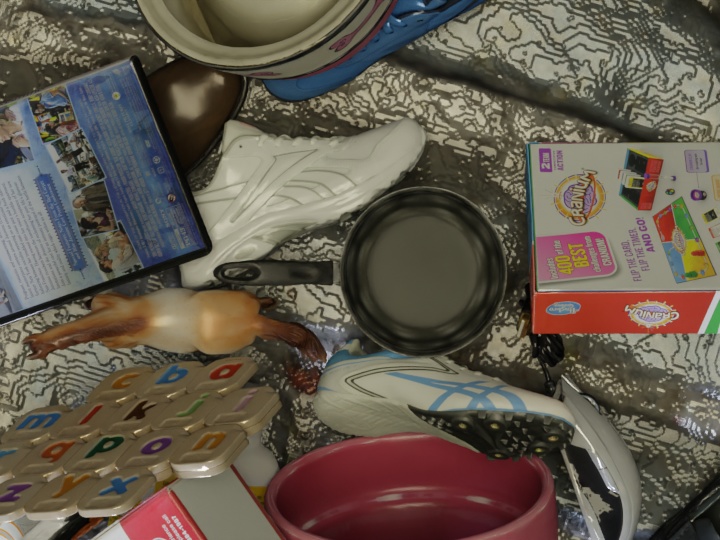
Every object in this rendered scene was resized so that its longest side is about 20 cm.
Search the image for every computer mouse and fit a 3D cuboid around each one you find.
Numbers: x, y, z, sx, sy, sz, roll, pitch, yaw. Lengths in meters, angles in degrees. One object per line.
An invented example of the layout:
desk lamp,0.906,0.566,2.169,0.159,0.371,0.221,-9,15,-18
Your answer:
computer mouse,0.157,0.106,1.632,0.044,0.110,0.201,-19,100,9

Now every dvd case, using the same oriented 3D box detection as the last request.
dvd case,-0.215,-0.046,1.598,0.199,0.018,0.143,-18,104,12

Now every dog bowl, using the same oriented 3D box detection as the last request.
dog bowl,-0.055,-0.219,1.599,0.199,0.074,0.202,-7,72,21

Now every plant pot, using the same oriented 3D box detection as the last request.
plant pot,0.039,0.226,1.597,0.198,0.200,0.180,-5,108,2

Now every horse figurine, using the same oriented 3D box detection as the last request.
horse figurine,-0.122,0.037,1.613,0.198,0.133,0.050,2,90,1

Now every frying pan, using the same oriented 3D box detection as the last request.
frying pan,0.008,0.016,1.599,0.189,0.031,0.116,-23,91,-2

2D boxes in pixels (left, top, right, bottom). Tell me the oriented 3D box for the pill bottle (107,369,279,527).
pill bottle,-0.117,0.174,1.629,0.112,0.112,0.201,11,93,1

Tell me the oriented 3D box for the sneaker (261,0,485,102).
sneaker,0.015,-0.182,1.629,0.199,0.078,0.066,-30,93,4

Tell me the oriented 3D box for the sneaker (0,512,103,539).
sneaker,-0.232,0.155,1.610,0.092,0.076,0.200,54,135,7

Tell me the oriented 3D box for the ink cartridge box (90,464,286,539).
ink cartridge box,-0.133,0.233,1.517,0.200,0.084,0.145,-36,88,27

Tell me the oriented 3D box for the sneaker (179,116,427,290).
sneaker,-0.051,-0.068,1.632,0.199,0.078,0.100,-27,90,-3

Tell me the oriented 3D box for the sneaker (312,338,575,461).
sneaker,0.058,0.082,1.606,0.199,0.072,0.073,7,63,33

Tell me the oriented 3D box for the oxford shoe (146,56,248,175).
oxford shoe,-0.161,-0.084,1.635,0.200,0.084,0.073,-38,89,1

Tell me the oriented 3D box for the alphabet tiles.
alphabet tiles,-0.153,0.110,1.512,0.199,0.196,0.015,-7,113,28

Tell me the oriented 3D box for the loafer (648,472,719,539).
loafer,0.245,0.190,1.639,0.068,0.070,0.201,39,93,0

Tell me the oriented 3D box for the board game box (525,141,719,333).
board game box,0.212,-0.024,1.598,0.198,0.154,0.040,0,134,2
